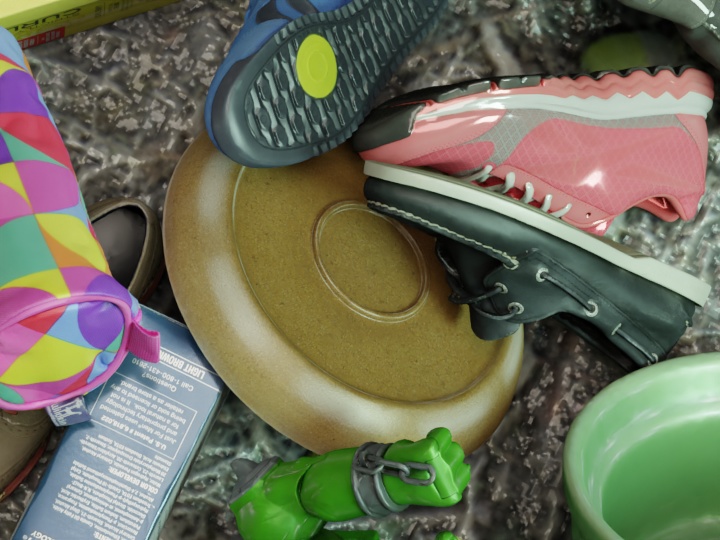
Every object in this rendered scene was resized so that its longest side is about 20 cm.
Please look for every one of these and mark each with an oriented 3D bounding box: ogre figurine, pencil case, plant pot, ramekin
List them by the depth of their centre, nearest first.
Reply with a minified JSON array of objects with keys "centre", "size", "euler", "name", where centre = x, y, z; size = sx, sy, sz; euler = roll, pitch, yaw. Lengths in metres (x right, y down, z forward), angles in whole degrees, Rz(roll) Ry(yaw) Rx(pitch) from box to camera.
[{"centre":[-0.162,-0.025,1.208],"size":[0.088,0.089,0.200],"euler":[-21,54,-10],"name":"pencil case"},{"centre":[0.001,0.157,1.214],"size":[0.119,0.200,0.098],"euler":[9,53,27],"name":"ogre figurine"},{"centre":[0.189,0.131,1.218],"size":[0.199,0.200,0.098],"euler":[-2,121,-6],"name":"ramekin"},{"centre":[0.000,0.000,1.255],"size":[0.199,0.027,0.201],"euler":[19,50,-25],"name":"plant pot"}]

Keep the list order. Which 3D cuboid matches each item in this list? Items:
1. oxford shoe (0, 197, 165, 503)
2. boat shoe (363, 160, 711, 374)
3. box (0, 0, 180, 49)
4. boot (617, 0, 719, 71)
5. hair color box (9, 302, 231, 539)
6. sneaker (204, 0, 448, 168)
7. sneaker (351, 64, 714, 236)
[{"centre":[-0.165,0.042,1.257],"size":[0.070,0.075,0.200],"euler":[33,77,1],"name":"oxford shoe"},{"centre":[0.076,0.004,1.245],"size":[0.199,0.074,0.066],"euler":[21,92,-37],"name":"boat shoe"},{"centre":[-0.159,-0.142,1.298],"size":[0.199,0.075,0.050],"euler":[-19,82,-11],"name":"box"},{"centre":[0.198,-0.135,1.326],"size":[0.199,0.073,0.182],"euler":[30,39,-13],"name":"boot"},{"centre":[-0.126,0.122,1.232],"size":[0.060,0.100,0.201],"euler":[25,76,0],"name":"hair color box"},{"centre":[-0.030,-0.108,1.272],"size":[0.200,0.078,0.066],"euler":[-50,127,-44],"name":"sneaker"},{"centre":[0.092,-0.052,1.288],"size":[0.199,0.074,0.087],"euler":[-6,91,-26],"name":"sneaker"}]
